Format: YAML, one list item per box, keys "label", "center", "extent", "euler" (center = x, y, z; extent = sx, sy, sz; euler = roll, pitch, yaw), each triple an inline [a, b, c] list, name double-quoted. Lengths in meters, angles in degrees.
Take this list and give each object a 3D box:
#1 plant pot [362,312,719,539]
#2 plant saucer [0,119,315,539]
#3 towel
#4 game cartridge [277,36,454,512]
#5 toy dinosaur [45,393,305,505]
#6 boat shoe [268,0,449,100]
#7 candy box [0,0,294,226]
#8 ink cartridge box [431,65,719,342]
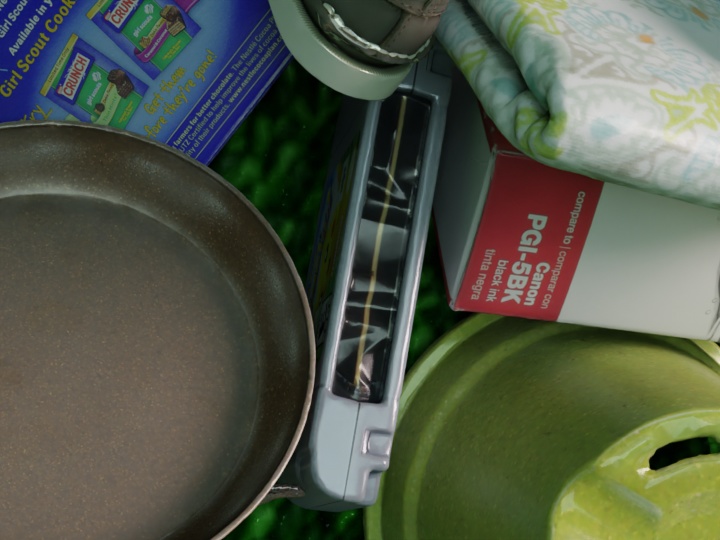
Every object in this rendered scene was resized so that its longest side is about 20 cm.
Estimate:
- label: "plant pot"
  center: [0.112, 0.112, 0.747]
  extent: [0.198, 0.184, 0.203]
  euler: [0, 92, -9]
- label: "plant saucer"
  center: [-0.117, 0.033, 0.686]
  extent: [0.198, 0.032, 0.202]
  euler: [5, 58, -8]
- label: "towel"
  center: [0.107, -0.083, 0.697]
  extent: [0.170, 0.200, 0.048]
  euler: [8, 121, -25]
- label: "game cartridge"
  center: [0.000, 0.000, 0.768]
  extent: [0.040, 0.133, 0.202]
  euler: [11, 79, -3]
- label: "toy dinosaur"
  center: [-0.126, 0.064, 0.735]
  extent: [0.086, 0.199, 0.136]
  euler: [-49, 137, -34]
- label: "boat shoe"
  center: [-0.015, -0.160, 0.678]
  extent: [0.072, 0.060, 0.203]
  euler: [4, 54, -38]
- label: "candy box"
  center: [-0.121, -0.130, 0.747]
  extent: [0.200, 0.077, 0.169]
  euler: [40, 116, -6]
- label: "ink cartridge box"
  center: [0.134, -0.043, 0.785]
  extent: [0.198, 0.147, 0.083]
  euler: [8, 124, -10]
